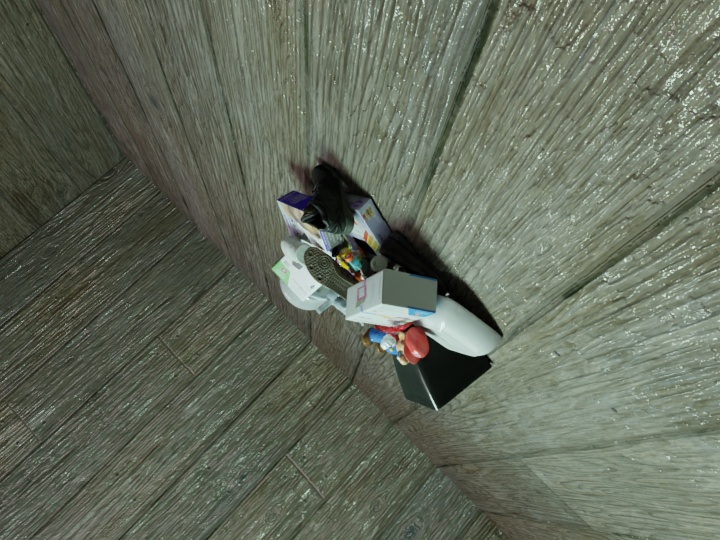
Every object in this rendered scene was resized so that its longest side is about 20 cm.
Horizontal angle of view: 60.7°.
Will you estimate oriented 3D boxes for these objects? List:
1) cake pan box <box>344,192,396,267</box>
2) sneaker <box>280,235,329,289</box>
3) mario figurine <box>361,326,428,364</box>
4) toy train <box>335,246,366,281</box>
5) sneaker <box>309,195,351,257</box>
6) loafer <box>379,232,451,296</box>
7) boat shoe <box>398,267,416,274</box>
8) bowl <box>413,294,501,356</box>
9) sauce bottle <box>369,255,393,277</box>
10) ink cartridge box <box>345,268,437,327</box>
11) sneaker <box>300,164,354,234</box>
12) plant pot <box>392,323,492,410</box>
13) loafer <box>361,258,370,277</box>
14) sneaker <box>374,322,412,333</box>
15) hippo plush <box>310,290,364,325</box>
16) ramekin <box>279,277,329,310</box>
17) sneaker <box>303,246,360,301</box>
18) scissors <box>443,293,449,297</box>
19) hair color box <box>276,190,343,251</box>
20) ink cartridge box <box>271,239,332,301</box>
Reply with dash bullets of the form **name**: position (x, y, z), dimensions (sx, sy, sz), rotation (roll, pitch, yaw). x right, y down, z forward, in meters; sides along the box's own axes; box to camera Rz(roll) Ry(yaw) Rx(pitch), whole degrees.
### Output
- **cake pan box**: position (0.006, -0.106, 1.548), dimensions (0.184, 0.052, 0.201), rotation (27, 156, 54)
- **sneaker**: position (-0.135, -0.029, 1.687), dimensions (0.115, 0.074, 0.200), rotation (31, 169, 48)
- **mario figurine**: position (0.085, 0.194, 1.505), dimensions (0.199, 0.122, 0.108), rotation (-1, 102, 55)
- **toy train**: position (0.000, 0.000, 1.636), dimensions (0.150, 0.056, 0.200), rotation (48, 169, 5)
- **sneaker**: position (-0.089, -0.120, 1.692), dimensions (0.201, 0.081, 0.074), rotation (54, 161, -25)
- **loafer**: position (0.127, -0.001, 1.466), dimensions (0.200, 0.063, 0.072), rotation (44, 163, 1)
- **boat shoe**: position (0.127, 0.052, 1.591), dimensions (0.064, 0.073, 0.201), rotation (8, 155, 8)
- **bowl**: position (0.217, 0.136, 1.474), dimensions (0.199, 0.075, 0.199), rotation (35, 167, -23)
- **sauce bottle**: position (0.053, 0.012, 1.510), dimensions (0.066, 0.066, 0.200), rotation (40, 172, 18)
- **ink cartridge box**: position (0.068, 0.070, 1.437), dimensions (0.143, 0.086, 0.200), rotation (11, 163, -23)
- **sneaker**: position (-0.095, -0.172, 1.451), dimensions (0.076, 0.113, 0.202), rotation (-48, 53, 46)
- **plant pot**: position (0.194, 0.230, 1.651), dimensions (0.179, 0.198, 0.200), rotation (60, 161, -10)
- **loafer**: position (0.040, 0.028, 1.763), dimensions (0.200, 0.075, 0.070), rotation (46, 176, 17)
- **sneaker**: position (0.116, 0.173, 1.813), dimensions (0.199, 0.115, 0.079), rotation (33, 160, 38)
- **hippo plush**: position (-0.017, 0.109, 1.899), dimensions (0.161, 0.199, 0.160), rotation (50, -173, -42)
- **ramekin**: position (-0.157, 0.022, 2.006), dimensions (0.201, 0.201, 0.098), rotation (47, 157, -6)
- **sneaker**: position (-0.064, 0.016, 1.585), dimensions (0.200, 0.071, 0.076), rotation (43, -169, 4)
- **scissors**: position (0.194, 0.073, 1.472), dimensions (0.072, 0.014, 0.200), rotation (24, 171, 23)
- **hair color box**: position (-0.134, -0.132, 1.607), dimensions (0.199, 0.064, 0.110), rotation (24, 141, 50)
- **ink cartridge box**: position (-0.148, -0.028, 1.854), dimensions (0.146, 0.084, 0.200), rotation (46, 120, -6)
